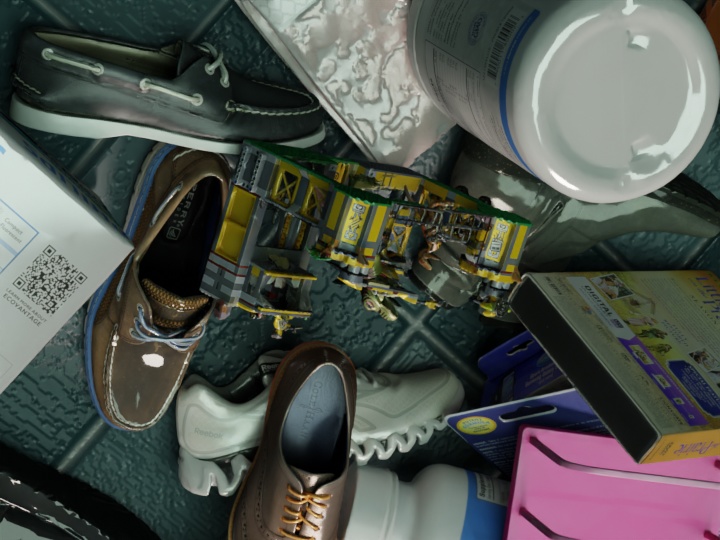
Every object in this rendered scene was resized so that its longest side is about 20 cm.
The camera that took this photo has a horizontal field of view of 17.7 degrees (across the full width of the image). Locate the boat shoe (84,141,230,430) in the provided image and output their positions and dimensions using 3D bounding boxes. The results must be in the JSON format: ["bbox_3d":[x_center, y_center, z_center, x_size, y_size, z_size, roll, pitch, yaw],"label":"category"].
[{"bbox_3d":[-0.128,0.015,1.465,0.072,0.072,0.201,7,105,-19],"label":"boat shoe"}]

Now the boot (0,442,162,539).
[{"bbox_3d":[-0.237,0.204,1.495,0.198,0.073,0.163,32,99,-26],"label":"boot"}]

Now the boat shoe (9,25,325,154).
[{"bbox_3d":[-0.115,-0.113,1.426,0.199,0.076,0.061,2,113,-19],"label":"boat shoe"}]

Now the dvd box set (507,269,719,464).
[{"bbox_3d":[0.203,0.058,1.489,0.200,0.146,0.029,-2,135,-47],"label":"dvd box set"}]

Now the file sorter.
[{"bbox_3d":[0.162,0.211,1.433,0.138,0.125,0.201,8,94,-7],"label":"file sorter"}]

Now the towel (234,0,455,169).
[{"bbox_3d":[0.034,-0.189,1.471,0.200,0.032,0.191,-42,115,0],"label":"towel"}]

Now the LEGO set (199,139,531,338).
[{"bbox_3d":[0.000,0.000,1.420,0.200,0.153,0.116,2,109,-54],"label":"LEGO set"}]

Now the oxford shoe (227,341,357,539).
[{"bbox_3d":[-0.044,0.145,1.458,0.071,0.073,0.201,8,92,-6],"label":"oxford shoe"}]

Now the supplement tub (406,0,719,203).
[{"bbox_3d":[0.118,-0.126,1.391,0.131,0.200,0.133,-5,109,-16],"label":"supplement tub"}]

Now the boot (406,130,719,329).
[{"bbox_3d":[0.137,-0.020,1.550,0.199,0.068,0.131,13,110,-15],"label":"boot"}]

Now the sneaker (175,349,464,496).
[{"bbox_3d":[-0.027,0.089,1.526,0.199,0.075,0.081,-13,101,-14],"label":"sneaker"}]

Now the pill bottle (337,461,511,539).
[{"bbox_3d":[0.080,0.193,1.541,0.199,0.112,0.113,15,103,-8],"label":"pill bottle"}]

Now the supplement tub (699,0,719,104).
[{"bbox_3d":[0.321,-0.119,1.534,0.200,0.123,0.123,32,96,-24],"label":"supplement tub"}]

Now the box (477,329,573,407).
[{"bbox_3d":[0.176,0.100,1.569,0.199,0.042,0.119,25,143,-24],"label":"box"}]

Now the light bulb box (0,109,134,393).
[{"bbox_3d":[-0.278,-0.018,1.379,0.200,0.125,0.198,-47,114,1],"label":"light bulb box"}]

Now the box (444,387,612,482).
[{"bbox_3d":[0.156,0.127,1.550,0.121,0.033,0.200,-14,140,32],"label":"box"}]
